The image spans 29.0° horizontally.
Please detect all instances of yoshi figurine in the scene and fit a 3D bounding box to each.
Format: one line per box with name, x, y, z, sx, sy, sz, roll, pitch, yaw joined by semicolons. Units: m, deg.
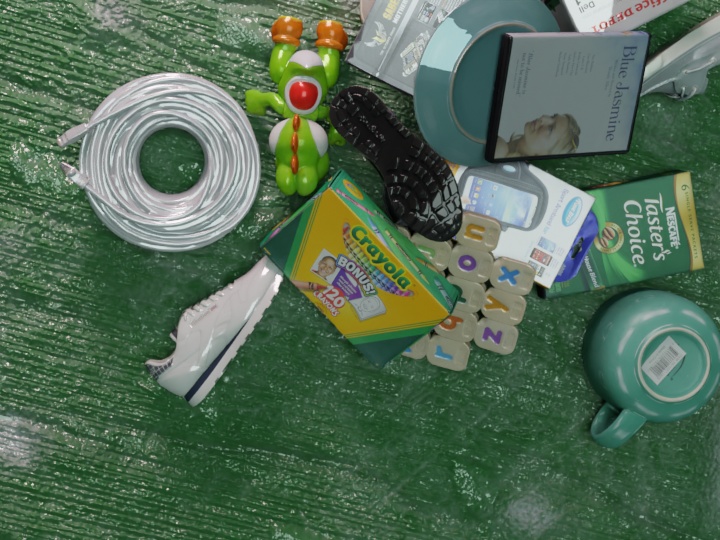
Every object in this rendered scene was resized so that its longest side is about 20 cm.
yoshi figurine;-0.067;-0.178;1.578;0.112;0.112;0.200;15;76;-48

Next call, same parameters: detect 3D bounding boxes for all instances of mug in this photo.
mug;0.349;0.117;1.638;0.152;0.114;0.185;-4;96;-8

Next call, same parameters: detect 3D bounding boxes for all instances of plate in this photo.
plate;0.147;-0.205;1.512;0.200;0.026;0.201;-14;118;-27

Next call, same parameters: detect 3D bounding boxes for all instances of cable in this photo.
cable;-0.213;-0.120;1.562;0.200;0.069;0.200;-38;100;-4

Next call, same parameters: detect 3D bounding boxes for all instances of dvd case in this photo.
dvd case;0.231;-0.193;1.544;0.200;0.018;0.143;-7;115;-30

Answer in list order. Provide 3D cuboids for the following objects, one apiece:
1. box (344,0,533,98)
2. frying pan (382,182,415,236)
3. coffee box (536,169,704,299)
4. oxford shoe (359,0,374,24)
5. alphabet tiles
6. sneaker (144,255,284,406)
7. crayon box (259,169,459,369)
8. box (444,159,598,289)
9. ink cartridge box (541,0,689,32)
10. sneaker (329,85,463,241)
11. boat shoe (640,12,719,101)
box;0.096;-0.283;1.539;0.158;0.048;0.200;26;98;-1
frying pan;0.050;-0.075;1.625;0.190;0.031;0.115;-24;97;-8
coffee box;0.300;-0.044;1.651;0.200;0.044;0.123;-10;96;-6
oxford shoe;0.057;-0.358;1.582;0.075;0.058;0.200;27;93;-11
alphabet tiles;0.095;0.018;1.595;0.195;0.015;0.200;16;119;7
sneaker;-0.161;0.056;1.587;0.080;0.076;0.200;36;88;0
crayon box;0.000;0.000;1.570;0.200;0.058;0.119;46;118;-9
box;0.174;-0.065;1.596;0.200;0.041;0.119;27;90;0
ink cartridge box;0.269;-0.364;1.596;0.146;0.084;0.200;-28;98;-4
sneaker;0.050;-0.119;1.541;0.076;0.088;0.200;-37;82;9
boat shoe;0.384;-0.238;1.632;0.201;0.070;0.072;-32;96;-6
